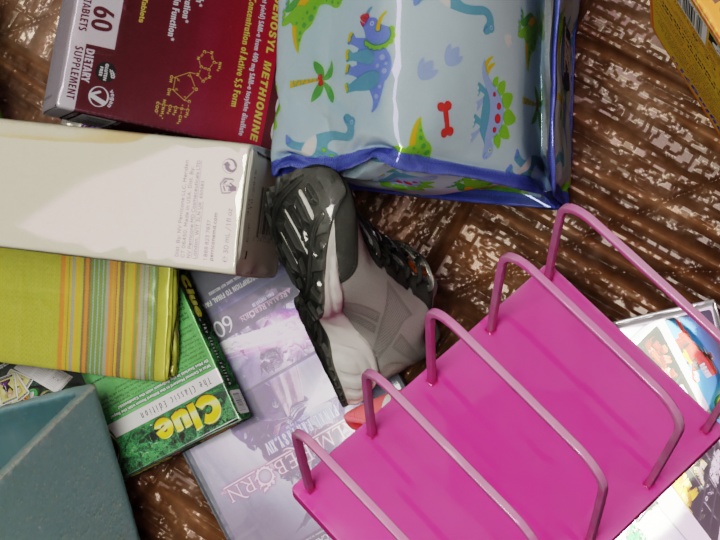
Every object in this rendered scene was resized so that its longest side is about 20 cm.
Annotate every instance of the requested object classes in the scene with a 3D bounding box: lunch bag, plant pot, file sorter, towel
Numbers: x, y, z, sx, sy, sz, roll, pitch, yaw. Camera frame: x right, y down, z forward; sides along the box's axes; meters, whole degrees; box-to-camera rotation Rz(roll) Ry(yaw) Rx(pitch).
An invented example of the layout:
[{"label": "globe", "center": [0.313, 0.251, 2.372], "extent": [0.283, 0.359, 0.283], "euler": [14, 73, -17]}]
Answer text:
[{"label": "lunch bag", "center": [0.057, -0.125, 0.867], "extent": [0.127, 0.200, 0.170], "euler": [1, 86, 43]}, {"label": "plant pot", "center": [-0.231, 0.211, 0.880], "extent": [0.196, 0.196, 0.200], "euler": [-15, 105, 22]}, {"label": "file sorter", "center": [0.080, 0.083, 0.804], "extent": [0.200, 0.125, 0.139], "euler": [-40, 70, -15]}, {"label": "towel", "center": [-0.203, 0.015, 0.949], "extent": [0.200, 0.018, 0.086], "euler": [6, 95, 18]}]

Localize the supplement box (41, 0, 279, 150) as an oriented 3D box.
[{"label": "supplement box", "center": [-0.076, -0.124, 0.907], "extent": [0.200, 0.061, 0.109], "euler": [10, 87, -20]}]

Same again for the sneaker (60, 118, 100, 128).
[{"label": "sneaker", "center": [-0.132, -0.091, 0.957], "extent": [0.083, 0.081, 0.200], "euler": [38, 97, -1]}]

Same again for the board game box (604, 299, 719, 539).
[{"label": "board game box", "center": [0.167, 0.128, 0.895], "extent": [0.126, 0.035, 0.200], "euler": [-13, 83, 11]}]

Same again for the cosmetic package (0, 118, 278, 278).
[{"label": "cosmetic package", "center": [-0.148, -0.042, 0.864], "extent": [0.200, 0.105, 0.071], "euler": [7, 90, 8]}]

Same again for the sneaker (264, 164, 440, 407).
[{"label": "sneaker", "center": [0.000, 0.000, 0.851], "extent": [0.079, 0.200, 0.074], "euler": [-24, 60, -5]}]

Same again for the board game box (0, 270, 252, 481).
[{"label": "board game box", "center": [-0.174, 0.087, 0.962], "extent": [0.200, 0.023, 0.105], "euler": [-27, 79, 15]}]

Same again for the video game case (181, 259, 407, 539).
[{"label": "video game case", "center": [-0.050, 0.075, 0.953], "extent": [0.143, 0.019, 0.200], "euler": [-30, 79, 7]}]

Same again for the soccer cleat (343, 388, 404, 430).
[{"label": "soccer cleat", "center": [0.039, 0.163, 0.875], "extent": [0.073, 0.068, 0.200], "euler": [-10, 69, 4]}]

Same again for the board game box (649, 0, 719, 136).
[{"label": "board game box", "center": [0.286, -0.124, 0.809], "extent": [0.200, 0.200, 0.200], "euler": [-31, 80, 7]}]

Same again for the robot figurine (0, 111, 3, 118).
[{"label": "robot figurine", "center": [-0.307, -0.125, 0.971], "extent": [0.175, 0.116, 0.200], "euler": [23, 90, 24]}]
